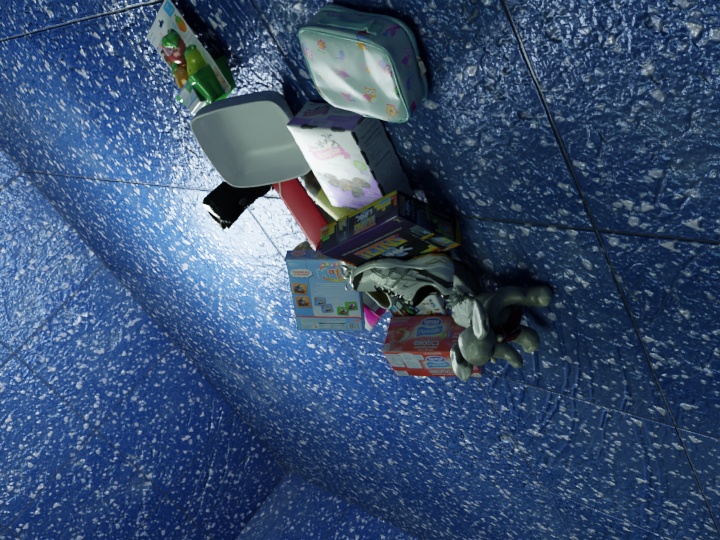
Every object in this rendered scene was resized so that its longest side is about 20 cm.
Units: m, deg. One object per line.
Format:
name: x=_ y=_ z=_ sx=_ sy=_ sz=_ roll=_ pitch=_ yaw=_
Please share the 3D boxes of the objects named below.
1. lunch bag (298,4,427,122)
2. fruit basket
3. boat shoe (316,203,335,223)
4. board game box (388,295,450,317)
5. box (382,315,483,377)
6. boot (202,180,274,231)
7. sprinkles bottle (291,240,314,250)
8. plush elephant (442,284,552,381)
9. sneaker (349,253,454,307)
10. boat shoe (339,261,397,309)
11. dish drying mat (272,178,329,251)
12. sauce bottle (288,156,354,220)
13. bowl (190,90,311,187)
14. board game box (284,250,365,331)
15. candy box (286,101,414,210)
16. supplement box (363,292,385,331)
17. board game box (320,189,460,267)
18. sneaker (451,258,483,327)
lunch bag: x=0.007 y=-0.315 z=1.204 sx=0.199 sy=0.077 sz=0.161 roll=22 pitch=149 yaw=34
fruit basket: x=-0.338 y=-0.400 z=1.540 sx=0.200 sy=0.094 sz=0.185 roll=49 pitch=155 yaw=-12
boat shoe: x=-0.050 y=-0.089 z=1.672 sx=0.199 sy=0.076 sz=0.061 roll=20 pitch=143 yaw=39
board game box: x=0.094 y=0.029 z=1.663 sx=0.125 sy=0.035 sz=0.201 roll=-5 pitch=133 yaw=29
box: x=0.159 y=0.159 z=1.685 sx=0.199 sy=0.096 sz=0.100 roll=-3 pitch=141 yaw=26
boot: x=-0.260 y=-0.190 z=1.684 sx=0.076 sy=0.168 sz=0.201 roll=36 pitch=156 yaw=23
sprinkles bottle: x=-0.090 y=0.021 z=1.926 sx=0.200 sy=0.068 sz=0.068 roll=49 pitch=154 yaw=-17
plush elephant: x=0.236 y=0.112 z=1.418 sx=0.199 sy=0.155 sz=0.165 roll=14 pitch=136 yaw=2
sneaker: x=0.073 y=0.026 z=1.456 sx=0.199 sy=0.088 sz=0.076 roll=-9 pitch=160 yaw=19
boat shoe: x=-0.003 y=0.002 z=1.557 sx=0.074 sy=0.086 sz=0.202 roll=-24 pitch=117 yaw=42
dish drying mat: x=-0.128 y=-0.138 z=1.658 sx=0.201 sy=0.018 sz=0.077 roll=56 pitch=136 yaw=24
sauce bottle: x=-0.063 y=-0.154 z=1.586 sx=0.200 sy=0.065 sz=0.065 roll=42 pitch=157 yaw=12
bowl: x=-0.203 y=-0.259 z=1.533 sx=0.199 sy=0.075 sz=0.200 roll=-9 pitch=138 yaw=18
board game box: x=-0.072 y=0.045 z=1.686 sx=0.150 sy=0.037 sz=0.201 roll=1 pitch=131 yaw=7
candy box: x=-0.017 y=-0.201 z=1.436 sx=0.167 sy=0.072 sz=0.200 roll=15 pitch=146 yaw=42
supplement box: x=-0.019 y=0.027 z=1.792 sx=0.200 sy=0.103 sz=0.101 roll=39 pitch=155 yaw=5
board game box: x=0.053 y=-0.061 z=1.436 sx=0.165 sy=0.057 sz=0.199 roll=18 pitch=150 yaw=-39
sneaker: x=0.204 y=0.064 z=1.531 sx=0.087 sy=0.075 sz=0.200 roll=-31 pitch=109 yaw=26
